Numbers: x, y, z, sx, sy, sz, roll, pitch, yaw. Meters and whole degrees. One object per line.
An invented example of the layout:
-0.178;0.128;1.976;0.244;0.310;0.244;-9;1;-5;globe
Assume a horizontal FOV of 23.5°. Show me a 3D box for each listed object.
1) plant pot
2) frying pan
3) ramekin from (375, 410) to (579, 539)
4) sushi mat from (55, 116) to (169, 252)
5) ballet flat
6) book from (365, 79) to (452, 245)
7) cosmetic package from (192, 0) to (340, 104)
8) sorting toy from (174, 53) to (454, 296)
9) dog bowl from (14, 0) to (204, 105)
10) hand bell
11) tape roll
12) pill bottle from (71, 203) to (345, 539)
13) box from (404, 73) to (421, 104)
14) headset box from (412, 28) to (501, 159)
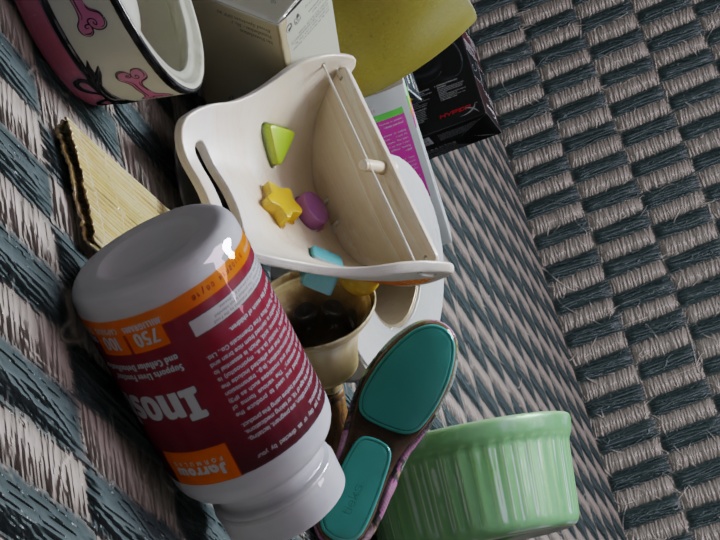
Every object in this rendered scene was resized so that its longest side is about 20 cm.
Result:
-0.020;-0.229;1.518;0.200;0.142;0.200;39;-2;2;plant pot
-0.113;-0.053;1.372;0.190;0.031;0.116;68;14;-63;frying pan
0.097;0.194;1.525;0.200;0.199;0.098;30;47;-72;ramekin
-0.151;-0.024;1.195;0.200;0.012;0.096;48;22;-62;sushi mat
0.017;0.132;1.390;0.071;0.069;0.201;94;20;-81;ballet flat
0.001;-0.089;1.647;0.048;0.133;0.201;-98;171;-49;book
-0.074;-0.166;1.418;0.073;0.103;0.201;-51;151;-29;cosmetic package
-0.054;-0.060;1.305;0.180;0.107;0.201;0;58;-48;sorting toy
-0.185;-0.205;1.212;0.200;0.073;0.201;-22;90;-78;dog bowl
-0.022;0.105;1.434;0.104;0.103;0.201;-96;175;-52;hand bell
0.000;0.000;1.527;0.202;0.070;0.204;7;83;-62;tape roll
-0.087;0.069;1.077;0.113;0.112;0.201;-86;152;-64;pill bottle
-0.046;-0.227;1.676;0.046;0.158;0.201;27;44;-69;box
0.037;-0.210;1.713;0.077;0.148;0.201;36;36;-69;headset box
